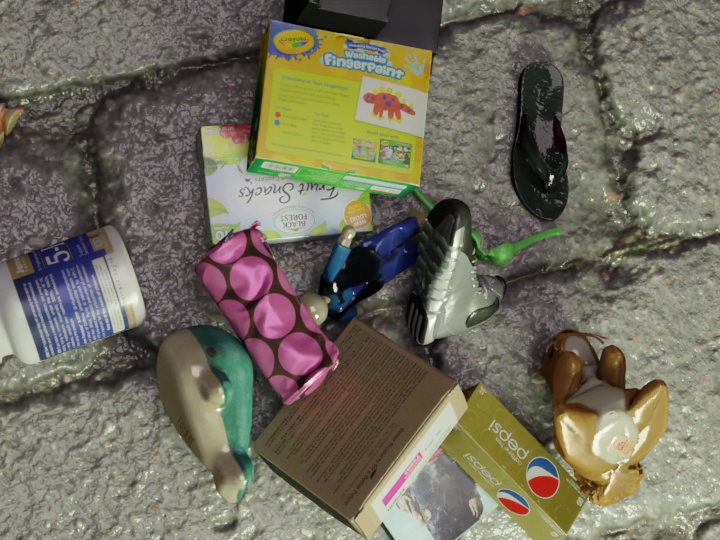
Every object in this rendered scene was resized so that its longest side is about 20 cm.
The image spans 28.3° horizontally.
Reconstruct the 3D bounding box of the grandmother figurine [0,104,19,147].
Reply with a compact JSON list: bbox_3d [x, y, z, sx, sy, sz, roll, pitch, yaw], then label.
[{"bbox_3d":[-0.498,-0.196,1.633,0.198,0.061,0.122,28,51,-6],"label":"grandmother figurine"}]

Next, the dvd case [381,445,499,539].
[{"bbox_3d":[0.064,0.239,1.730,0.145,0.022,0.201,-35,91,-14],"label":"dvd case"}]

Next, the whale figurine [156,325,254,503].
[{"bbox_3d":[-0.157,0.156,1.623,0.103,0.159,0.202,-18,70,-25],"label":"whale figurine"}]

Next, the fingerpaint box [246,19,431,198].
[{"bbox_3d":[-0.025,-0.187,1.678,0.197,0.073,0.170,8,78,-13],"label":"fingerpaint box"}]

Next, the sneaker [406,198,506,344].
[{"bbox_3d":[0.128,-0.003,1.714,0.114,0.202,0.075,-4,40,-23],"label":"sneaker"}]

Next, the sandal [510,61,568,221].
[{"bbox_3d":[0.228,-0.165,1.798,0.074,0.048,0.204,-1,83,-13],"label":"sandal"}]

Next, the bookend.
[{"bbox_3d":[0.019,-0.314,1.689,0.196,0.200,0.094,9,82,-11],"label":"bookend"}]

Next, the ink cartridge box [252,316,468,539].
[{"bbox_3d":[0.001,0.180,1.652,0.164,0.075,0.201,32,73,29],"label":"ink cartridge box"}]

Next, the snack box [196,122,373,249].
[{"bbox_3d":[-0.091,-0.105,1.715,0.197,0.053,0.145,-6,86,-14],"label":"snack box"}]

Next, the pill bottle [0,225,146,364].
[{"bbox_3d":[-0.351,0.036,1.605,0.198,0.120,0.121,-20,89,-14],"label":"pill bottle"}]

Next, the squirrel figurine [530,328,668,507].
[{"bbox_3d":[0.274,0.173,1.722,0.140,0.187,0.202,-20,121,-8],"label":"squirrel figurine"}]

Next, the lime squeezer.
[{"bbox_3d":[0.155,-0.047,1.774,0.197,0.038,0.072,15,81,-10],"label":"lime squeezer"}]

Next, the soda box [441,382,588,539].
[{"bbox_3d":[0.178,0.233,1.720,0.200,0.064,0.068,45,56,-8],"label":"soda box"}]

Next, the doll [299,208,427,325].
[{"bbox_3d":[0.000,0.000,1.699,0.199,0.138,0.048,-35,48,-23],"label":"doll"}]

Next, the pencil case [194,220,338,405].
[{"bbox_3d":[-0.102,0.048,1.623,0.093,0.091,0.201,-33,88,-8],"label":"pencil case"}]
